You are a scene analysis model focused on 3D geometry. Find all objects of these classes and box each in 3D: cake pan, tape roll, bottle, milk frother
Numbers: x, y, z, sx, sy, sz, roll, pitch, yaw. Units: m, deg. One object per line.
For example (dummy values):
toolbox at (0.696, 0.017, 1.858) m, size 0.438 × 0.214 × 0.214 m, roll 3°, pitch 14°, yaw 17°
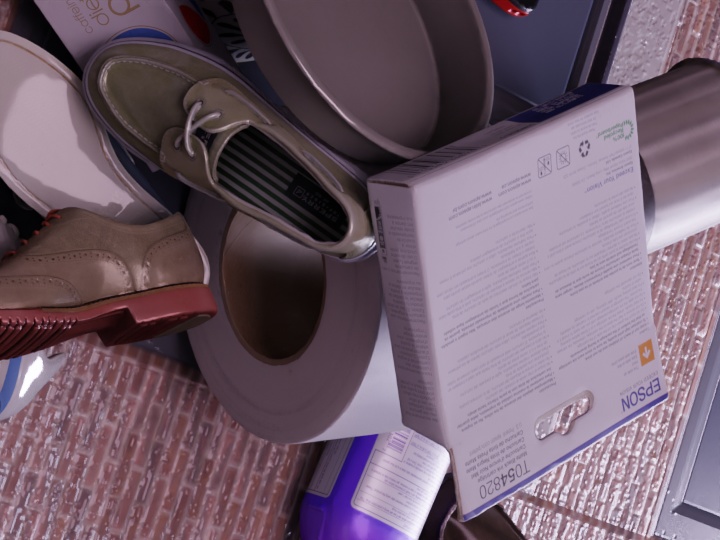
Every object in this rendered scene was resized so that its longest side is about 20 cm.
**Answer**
cake pan at (-0.002, -0.146, 1.230) m, size 0.200 × 0.037 × 0.201 m, roll 30°, pitch 47°, yaw -37°
tape roll at (0.000, 0.000, 1.320) m, size 0.139 × 0.202 × 0.203 m, roll -3°, pitch 99°, yaw -40°
bottle at (0.003, 0.158, 1.435) m, size 0.083 × 0.065 × 0.200 m, roll 31°, pitch 77°, yaw -39°
milk frother at (0.146, -0.106, 1.441) m, size 0.188 × 0.180 × 0.201 m, roll -22°, pitch 116°, yaw -31°

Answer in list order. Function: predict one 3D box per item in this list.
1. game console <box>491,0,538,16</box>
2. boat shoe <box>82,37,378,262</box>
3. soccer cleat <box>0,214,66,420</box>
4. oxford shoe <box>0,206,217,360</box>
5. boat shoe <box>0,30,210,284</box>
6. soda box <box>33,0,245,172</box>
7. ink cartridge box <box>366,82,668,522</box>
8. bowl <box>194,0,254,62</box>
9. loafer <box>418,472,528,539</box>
game console at (0.094, -0.299, 1.472) m, size 0.177 × 0.031 × 0.200 m, roll 34°, pitch 75°, yaw -41°
boat shoe at (-0.071, -0.072, 1.193) m, size 0.072 × 0.200 × 0.062 m, roll -61°, pitch 167°, yaw 4°
soccer cleat at (-0.224, -0.011, 1.230) m, size 0.086 × 0.070 × 0.201 m, roll -36°, pitch 123°, yaw -41°
oxford shoe at (-0.177, 0.005, 1.196) m, size 0.200 × 0.070 × 0.075 m, roll -4°, pitch 75°, yaw -38°
boat shoe at (-0.164, -0.057, 1.265) m, size 0.075 × 0.062 × 0.200 m, roll -47°, pitch 109°, yaw -8°
soda box at (-0.142, -0.159, 1.254) m, size 0.068 × 0.064 × 0.200 m, roll -25°, pitch 121°, yaw 13°
ink cartridge box at (0.094, 0.014, 1.237) m, size 0.199 × 0.041 × 0.201 m, roll -24°, pitch 113°, yaw -41°
bowl at (-0.050, -0.225, 1.318) m, size 0.200 × 0.094 × 0.201 m, roll -8°, pitch 102°, yaw -39°
loafer at (0.107, 0.219, 1.526) m, size 0.073 × 0.071 × 0.200 m, roll -51°, pitch 124°, yaw -22°
